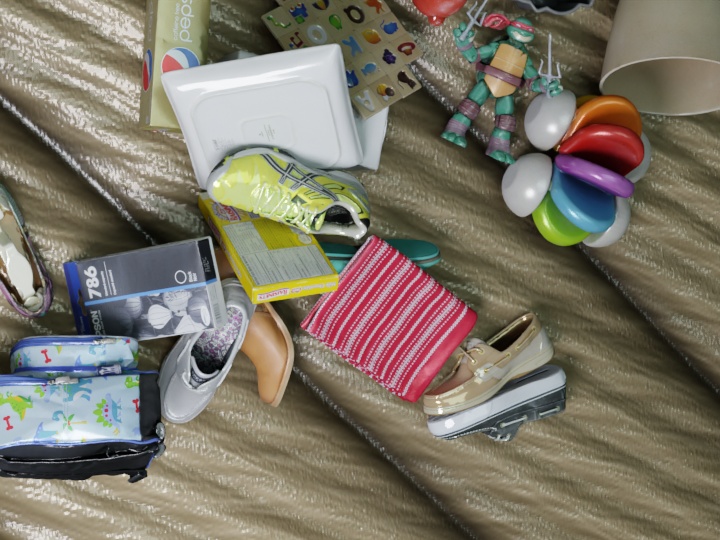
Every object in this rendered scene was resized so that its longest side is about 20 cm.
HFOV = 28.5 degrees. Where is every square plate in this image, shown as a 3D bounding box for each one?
[{"bbox_3d":[-0.104,-0.161,1.582,0.197,0.200,0.029,-10,53,3],"label":"square plate"}]

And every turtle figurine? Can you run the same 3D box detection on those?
[{"bbox_3d":[0.178,-0.242,1.756,0.149,0.101,0.201,21,100,7],"label":"turtle figurine"}]

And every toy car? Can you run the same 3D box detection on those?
[{"bbox_3d":[0.289,-0.128,1.778,0.174,0.150,0.201,23,83,-21],"label":"toy car"}]

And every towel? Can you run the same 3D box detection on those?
[{"bbox_3d":[0.040,0.062,1.712,0.200,0.022,0.145,37,93,-34],"label":"towel"}]

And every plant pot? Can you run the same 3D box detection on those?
[{"bbox_3d":[0.405,-0.326,1.818,0.186,0.187,0.201,12,73,-21],"label":"plant pot"}]

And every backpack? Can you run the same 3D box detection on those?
[{"bbox_3d":[-0.324,0.151,1.534,0.199,0.183,0.148,-2,72,-17],"label":"backpack"}]

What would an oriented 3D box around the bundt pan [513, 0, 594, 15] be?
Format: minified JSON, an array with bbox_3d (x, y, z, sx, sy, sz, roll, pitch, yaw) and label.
[{"bbox_3d":[0.227,-0.417,1.783,0.201,0.076,0.203,-1,92,-22],"label":"bundt pan"}]

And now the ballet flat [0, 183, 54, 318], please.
[{"bbox_3d":[-0.394,-0.037,1.553,0.069,0.071,0.201,-31,102,-17],"label":"ballet flat"}]

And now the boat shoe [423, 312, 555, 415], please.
[{"bbox_3d":[0.153,0.114,1.775,0.199,0.074,0.070,-28,107,-28],"label":"boat shoe"}]

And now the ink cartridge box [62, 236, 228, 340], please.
[{"bbox_3d":[-0.247,0.027,1.563,0.199,0.039,0.100,-10,96,24],"label":"ink cartridge box"}]

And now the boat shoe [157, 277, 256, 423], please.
[{"bbox_3d":[-0.176,0.102,1.603,0.072,0.069,0.200,33,113,-12],"label":"boat shoe"}]

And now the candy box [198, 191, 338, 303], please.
[{"bbox_3d":[-0.107,-0.035,1.609,0.102,0.200,0.027,-10,128,-20],"label":"candy box"}]

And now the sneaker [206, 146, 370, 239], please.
[{"bbox_3d":[-0.074,-0.084,1.589,0.199,0.077,0.076,7,122,-24],"label":"sneaker"}]

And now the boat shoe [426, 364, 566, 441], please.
[{"bbox_3d":[0.180,0.182,1.787,0.199,0.072,0.071,-18,101,-19],"label":"boat shoe"}]

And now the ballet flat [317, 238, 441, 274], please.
[{"bbox_3d":[0.000,0.000,1.722,0.199,0.067,0.071,-1,116,-21],"label":"ballet flat"}]

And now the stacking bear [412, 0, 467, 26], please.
[{"bbox_3d":[0.059,-0.392,1.706,0.121,0.114,0.200,-44,111,-15],"label":"stacking bear"}]

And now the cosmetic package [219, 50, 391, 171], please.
[{"bbox_3d":[-0.072,-0.186,1.676,0.199,0.074,0.102,13,86,-24],"label":"cosmetic package"}]

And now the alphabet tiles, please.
[{"bbox_3d":[-0.020,-0.277,1.681,0.166,0.006,0.200,-34,85,-35],"label":"alphabet tiles"}]

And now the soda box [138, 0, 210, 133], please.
[{"bbox_3d":[-0.211,-0.260,1.619,0.064,0.068,0.201,3,91,-21],"label":"soda box"}]

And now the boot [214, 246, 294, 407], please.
[{"bbox_3d":[-0.155,0.063,1.658,0.154,0.074,0.201,1,105,-9],"label":"boot"}]
